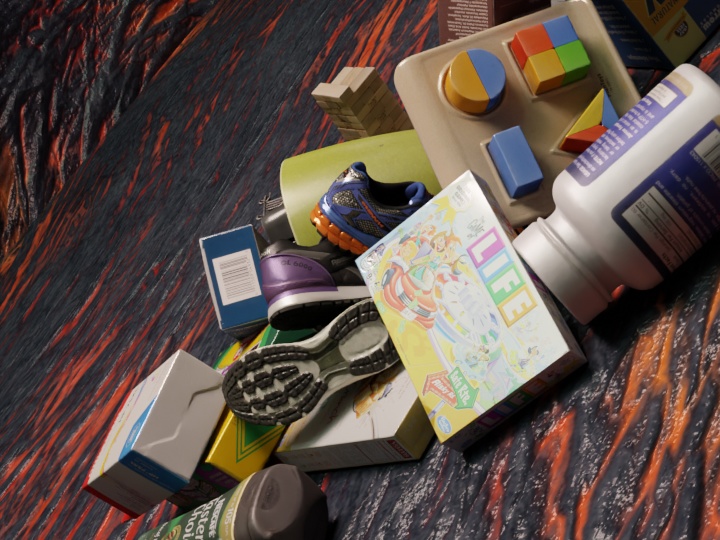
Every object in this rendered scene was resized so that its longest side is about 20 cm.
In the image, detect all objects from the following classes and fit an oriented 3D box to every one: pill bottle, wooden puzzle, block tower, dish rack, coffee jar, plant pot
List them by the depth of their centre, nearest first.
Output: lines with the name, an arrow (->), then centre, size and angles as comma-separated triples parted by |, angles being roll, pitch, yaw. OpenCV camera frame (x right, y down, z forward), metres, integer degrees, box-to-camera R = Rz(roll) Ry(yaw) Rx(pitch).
pill bottle -> 0.224, -0.056, 1.189 | 0.200, 0.120, 0.120 | -42, 20, 7
coffee jar -> -0.119, 0.249, 1.314 | 0.199, 0.085, 0.105 | -31, 23, 32
wooden puzzle -> 0.153, -0.142, 1.336 | 0.199, 0.186, 0.046 | -22, -15, -7
plant pot -> 0.048, -0.067, 1.513 | 0.199, 0.188, 0.187 | -24, 24, 13
block tower -> 0.031, -0.134, 1.608 | 0.054, 0.200, 0.058 | 12, 58, 52
dish rack -> -0.061, -0.017, 1.629 | 0.054, 0.154, 0.200 | -24, 12, 2

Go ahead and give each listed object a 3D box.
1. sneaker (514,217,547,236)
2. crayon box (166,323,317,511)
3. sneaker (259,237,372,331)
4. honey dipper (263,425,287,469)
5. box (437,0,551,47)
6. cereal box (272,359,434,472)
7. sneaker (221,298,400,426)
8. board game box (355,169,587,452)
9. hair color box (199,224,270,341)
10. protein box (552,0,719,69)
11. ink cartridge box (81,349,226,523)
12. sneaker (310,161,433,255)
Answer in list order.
sneaker -> 0.179, -0.118, 1.412 | 0.077, 0.112, 0.201 | -25, 27, 42
crayon box -> -0.128, 0.147, 1.506 | 0.173, 0.058, 0.200 | -61, 14, -26
sneaker -> 0.000, 0.000, 1.408 | 0.076, 0.199, 0.088 | -44, 54, 51
honey dipper -> -0.067, 0.144, 1.501 | 0.038, 0.038, 0.201 | -12, 41, 56
box -> 0.131, -0.237, 1.437 | 0.075, 0.201, 0.100 | 12, 25, 39
cereal box -> 0.016, 0.116, 1.379 | 0.200, 0.040, 0.144 | -18, 33, 52
sneaker -> -0.033, 0.086, 1.385 | 0.199, 0.077, 0.089 | -23, -2, 15
board game box -> 0.088, 0.032, 1.255 | 0.134, 0.034, 0.201 | -38, 54, 17
hair color box -> -0.115, 0.022, 1.593 | 0.060, 0.101, 0.200 | -15, -11, 4
protein box -> 0.262, -0.327, 1.530 | 0.135, 0.200, 0.198 | -46, 20, -7
ink cartridge box -> -0.207, 0.169, 1.468 | 0.200, 0.067, 0.117 | -38, 25, 55
sneaker -> 0.056, -0.039, 1.388 | 0.075, 0.199, 0.079 | -100, 32, -61
